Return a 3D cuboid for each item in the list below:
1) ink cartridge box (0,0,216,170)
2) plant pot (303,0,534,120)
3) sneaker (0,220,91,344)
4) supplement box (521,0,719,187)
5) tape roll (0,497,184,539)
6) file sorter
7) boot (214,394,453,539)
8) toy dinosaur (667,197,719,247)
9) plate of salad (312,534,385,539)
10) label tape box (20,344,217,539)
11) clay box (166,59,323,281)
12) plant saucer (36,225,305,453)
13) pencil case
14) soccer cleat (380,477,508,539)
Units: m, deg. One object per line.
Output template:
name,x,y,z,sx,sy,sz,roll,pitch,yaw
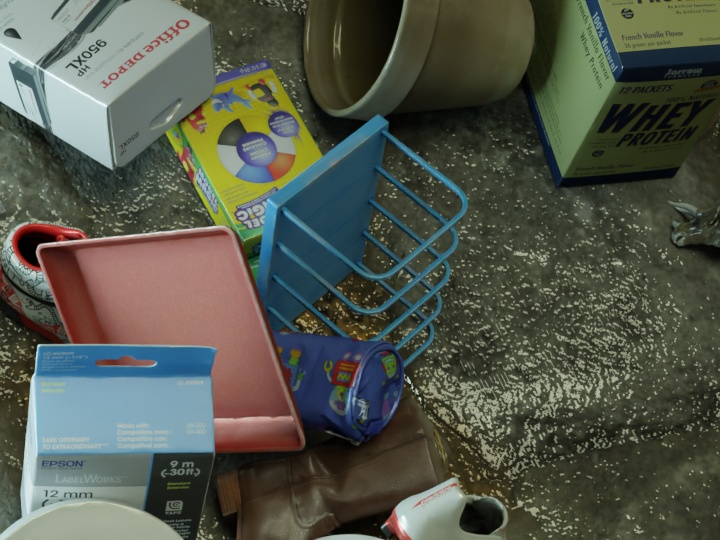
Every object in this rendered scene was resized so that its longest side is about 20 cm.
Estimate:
ink cartridge box,-0.250,-0.201,1.793,0.199,0.085,0.145,31,55,24
plant pot,0.065,-0.234,1.880,0.172,0.200,0.202,7,57,-29
sneaker,-0.221,0.033,1.676,0.200,0.108,0.067,29,57,3
supplement box,0.251,-0.221,1.900,0.133,0.200,0.201,-6,61,-18
tape roll,-0.211,0.278,1.524,0.201,0.037,0.205,1,87,-15
file sorter,0.000,0.000,1.691,0.122,0.201,0.139,40,58,20
boot,-0.007,0.210,1.615,0.198,0.064,0.188,-19,62,0
toy dinosaur,0.406,-0.036,1.907,0.198,0.077,0.103,-3,67,-13
plate of salad,-0.010,0.307,1.524,0.198,0.048,0.202,-1,85,9
label tape box,-0.192,0.144,1.559,0.142,0.201,0.067,1,49,-14
clay box,-0.094,-0.092,1.820,0.114,0.048,0.201,-21,66,-23
plant saucer,-0.147,0.054,1.598,0.198,0.202,0.037,-5,25,31
pencil case,-0.059,0.094,1.647,0.198,0.078,0.088,5,85,32
soccer cleat,0.096,0.227,1.607,0.085,0.200,0.069,-37,49,13
